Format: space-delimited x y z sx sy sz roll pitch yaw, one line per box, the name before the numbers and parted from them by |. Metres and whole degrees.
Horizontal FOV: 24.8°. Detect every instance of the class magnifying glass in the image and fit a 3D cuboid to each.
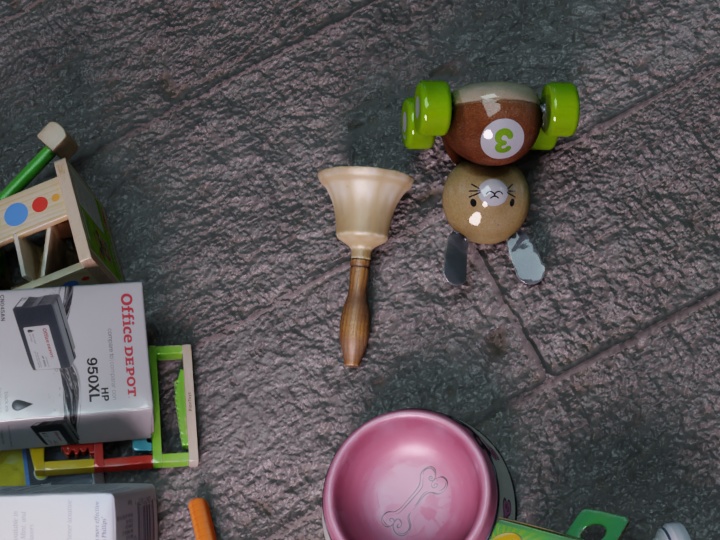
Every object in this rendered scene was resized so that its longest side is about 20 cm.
magnifying glass | -0.141 0.317 1.616 0.022 0.080 0.202 -21 55 7

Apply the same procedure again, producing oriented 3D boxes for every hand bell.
hand bell | 0.000 0.000 1.714 0.103 0.104 0.203 1 80 12

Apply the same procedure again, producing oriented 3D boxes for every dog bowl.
dog bowl | 0.051 0.226 1.605 0.198 0.074 0.202 -5 67 11

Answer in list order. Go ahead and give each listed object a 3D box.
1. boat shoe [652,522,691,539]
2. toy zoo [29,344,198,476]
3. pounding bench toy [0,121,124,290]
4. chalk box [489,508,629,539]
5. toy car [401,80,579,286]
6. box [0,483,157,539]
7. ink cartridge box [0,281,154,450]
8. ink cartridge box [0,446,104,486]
boat shoe | 0.284 0.333 1.506 0.066 0.074 0.202 -5 67 -5
toy zoo | -0.271 0.145 1.701 0.197 0.021 0.133 -3 65 -9
pounding bench toy | -0.364 -0.047 1.776 0.154 0.124 0.202 -21 65 3
chalk box | 0.181 0.308 1.492 0.124 0.123 0.202 2 63 53
toy car | 0.133 -0.085 1.683 0.162 0.158 0.203 0 85 -8
box | -0.311 0.263 1.579 0.197 0.184 0.106 -2 85 5
ink cartridge box | -0.312 0.097 1.659 0.197 0.084 0.146 -4 65 -10
ink cartridge box | -0.377 0.178 1.732 0.195 0.047 0.202 -16 67 5
